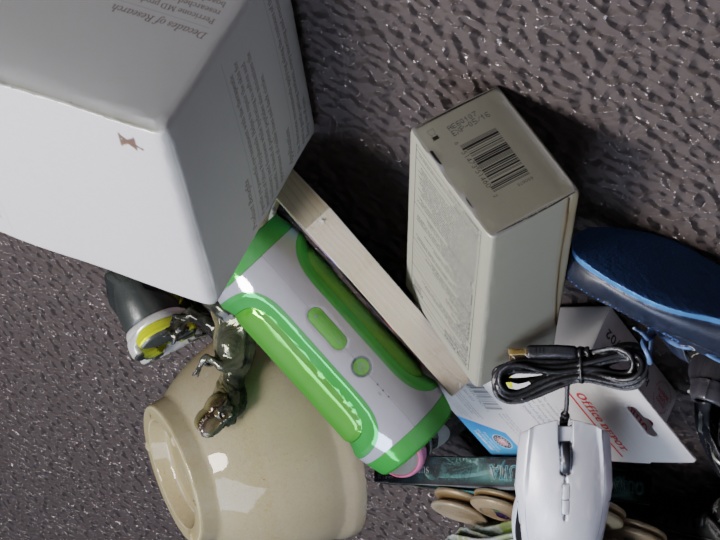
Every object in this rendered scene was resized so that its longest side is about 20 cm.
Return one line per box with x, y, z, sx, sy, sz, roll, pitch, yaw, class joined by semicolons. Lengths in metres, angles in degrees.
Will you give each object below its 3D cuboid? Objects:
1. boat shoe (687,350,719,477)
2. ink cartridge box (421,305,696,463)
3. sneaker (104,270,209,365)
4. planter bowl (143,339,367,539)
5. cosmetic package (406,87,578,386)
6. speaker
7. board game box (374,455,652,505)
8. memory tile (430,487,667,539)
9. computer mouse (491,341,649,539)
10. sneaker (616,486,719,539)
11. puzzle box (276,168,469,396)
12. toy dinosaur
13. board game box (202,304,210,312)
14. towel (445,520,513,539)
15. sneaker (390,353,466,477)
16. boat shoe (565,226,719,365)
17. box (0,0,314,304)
0.274;0.122;1.463;0.072;0.063;0.201;13;148;25;boat shoe
0.160;0.087;1.499;0.199;0.068;0.115;-1;142;43;ink cartridge box
-0.173;0.028;1.678;0.200;0.074;0.085;122;123;-85;sneaker
-0.097;0.147;1.616;0.200;0.134;0.201;51;152;41;planter bowl
0.086;-0.019;1.347;0.104;0.073;0.200;56;164;26;cosmetic package
-0.023;0.056;1.476;0.200;0.088;0.088;48;149;-3;speaker
0.125;0.174;1.639;0.135;0.028;0.199;11;170;-39;board game box
0.165;0.211;1.581;0.153;0.017;0.199;32;158;-34;memory tile
0.148;0.143;1.402;0.109;0.044;0.201;-2;119;0;computer mouse
0.283;0.208;1.592;0.200;0.071;0.098;17;134;40;sneaker
0.000;0.000;1.473;0.200;0.025;0.133;49;178;-33;puzzle box
-0.112;0.027;1.545;0.088;0.202;0.047;13;-178;27;toy dinosaur
-0.120;-0.016;1.603;0.157;0.039;0.200;-6;137;46;board game box
0.172;0.273;1.557;0.200;0.048;0.171;45;153;-12;towel
0.012;0.093;1.631;0.200;0.095;0.079;37;145;39;sneaker
0.228;0.038;1.341;0.199;0.084;0.069;26;135;8;boat shoe
-0.160;-0.120;1.336;0.199;0.172;0.200;18;150;18;box
